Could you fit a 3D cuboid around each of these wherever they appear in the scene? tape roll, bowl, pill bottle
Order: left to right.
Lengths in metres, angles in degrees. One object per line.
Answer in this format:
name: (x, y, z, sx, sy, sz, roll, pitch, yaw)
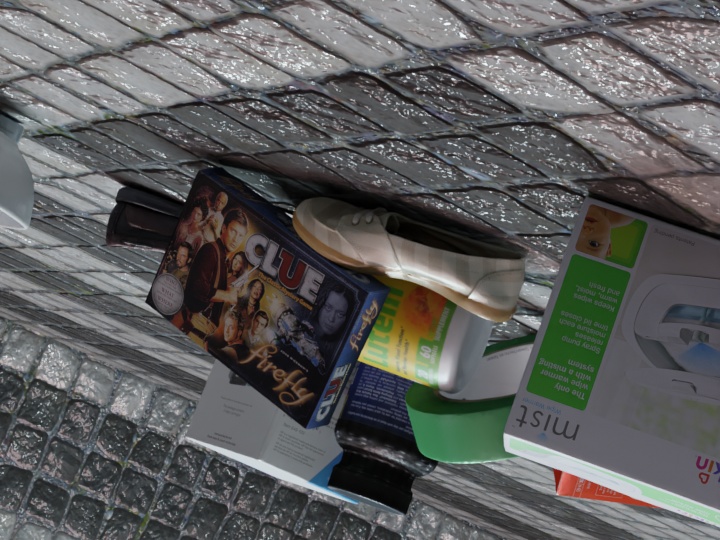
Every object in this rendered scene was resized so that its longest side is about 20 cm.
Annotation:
bowl: (-0.402, -0.116, 1.619, 0.199, 0.075, 0.200, 15, 167, 35)
pill bottle: (0.010, 0.023, 1.541, 0.199, 0.112, 0.111, 19, 169, 17)
pill bottle: (0.040, 0.139, 1.807, 0.111, 0.201, 0.112, 20, 169, 4)
tape roll: (0.140, 0.107, 1.557, 0.199, 0.048, 0.200, -15, -167, 4)

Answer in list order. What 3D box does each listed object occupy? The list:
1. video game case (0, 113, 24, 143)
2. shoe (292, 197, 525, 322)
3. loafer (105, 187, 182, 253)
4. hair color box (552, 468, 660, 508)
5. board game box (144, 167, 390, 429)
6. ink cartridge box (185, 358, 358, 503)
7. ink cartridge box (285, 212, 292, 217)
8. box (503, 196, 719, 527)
video game case: (-0.441, -0.171, 1.680, 0.199, 0.023, 0.182, 10, 164, 45)
shoe: (0.041, -0.022, 1.453, 0.199, 0.054, 0.070, 22, -150, 8)
loafer: (-0.156, -0.019, 1.776, 0.199, 0.063, 0.072, 22, 169, -6)
hair color box: (0.275, 0.164, 1.629, 0.199, 0.062, 0.102, 8, -148, -5)
board game box: (-0.082, 0.021, 1.505, 0.200, 0.136, 0.035, 35, -157, 27)
ink cartridge box: (-0.059, 0.119, 1.895, 0.146, 0.201, 0.146, 29, 168, -36)
ink cartridge box: (0.000, 0.000, 1.686, 0.161, 0.050, 0.200, 18, 150, 19)
box: (0.217, 0.071, 1.226, 0.199, 0.177, 0.097, 20, 169, 9)
